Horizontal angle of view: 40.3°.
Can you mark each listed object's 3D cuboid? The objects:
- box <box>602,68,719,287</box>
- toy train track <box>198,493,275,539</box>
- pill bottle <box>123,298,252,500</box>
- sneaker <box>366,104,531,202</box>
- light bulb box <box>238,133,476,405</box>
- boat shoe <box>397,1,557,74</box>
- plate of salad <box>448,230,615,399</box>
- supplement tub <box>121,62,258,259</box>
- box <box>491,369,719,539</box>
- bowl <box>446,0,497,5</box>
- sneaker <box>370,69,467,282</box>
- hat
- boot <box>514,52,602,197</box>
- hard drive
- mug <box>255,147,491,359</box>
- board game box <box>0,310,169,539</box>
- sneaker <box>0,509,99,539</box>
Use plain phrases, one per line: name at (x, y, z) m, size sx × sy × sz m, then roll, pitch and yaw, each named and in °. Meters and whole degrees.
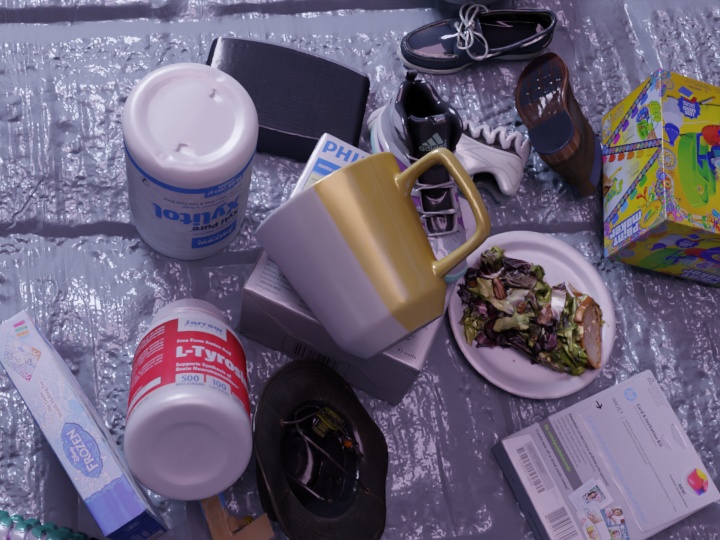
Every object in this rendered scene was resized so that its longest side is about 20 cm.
box at (0.398, -0.099, 1.142) m, size 0.198 × 0.122 × 0.195 m, roll 12°, pitch 66°, yaw -17°
toy train track at (-0.134, 0.235, 0.959) m, size 0.114 × 0.032 × 0.201 m, roll -37°, pitch 62°, yaw 22°
pill bottle at (-0.161, 0.111, 0.925) m, size 0.111 × 0.113 × 0.200 m, roll 1°, pitch 27°, yaw -10°
sneaker at (0.101, -0.140, 1.148) m, size 0.198 × 0.075 × 0.082 m, roll 16°, pitch 75°, yaw -4°
light bulb box at (0.000, 0.000, 1.038) m, size 0.197 × 0.125 × 0.201 m, roll 25°, pitch 64°, yaw 1°
boat shoe at (0.146, -0.290, 1.215) m, size 0.198 × 0.062 × 0.076 m, roll -4°, pitch 75°, yaw -6°
plate of salad at (0.196, 0.044, 1.100) m, size 0.198 × 0.048 × 0.202 m, roll 4°, pitch 68°, yaw -9°
supplement tub at (-0.175, -0.107, 1.008) m, size 0.130 × 0.200 × 0.133 m, roll 4°, pitch 67°, yaw -8°
box at (0.262, 0.216, 1.046) m, size 0.198 × 0.041 × 0.157 m, roll -22°, pitch 74°, yaw -17°
bowl at (0.133, -0.410, 1.251) m, size 0.199 × 0.091 × 0.203 m, roll 4°, pitch 67°, yaw -9°
sneaker at (0.066, -0.098, 0.946) m, size 0.077 × 0.140 × 0.202 m, roll -14°, pitch 70°, yaw -18°
hat at (-0.057, 0.192, 0.958) m, size 0.200 × 0.081 × 0.202 m, roll 34°, pitch 41°, yaw -35°
boot at (0.243, -0.178, 1.200) m, size 0.097 × 0.074 × 0.201 m, roll 47°, pitch 32°, yaw -36°
hard drive at (-0.091, -0.203, 1.149) m, size 0.198 × 0.042 × 0.136 m, roll 14°, pitch 66°, yaw -5°
mug at (0.012, -0.012, 0.887) m, size 0.149 × 0.186 × 0.154 m, roll -25°, pitch 82°, yaw -36°
board game box at (-0.250, 0.154, 0.886) m, size 0.043 × 0.200 × 0.200 m, roll -31°, pitch 76°, yaw -15°
sneaker at (-0.316, 0.276, 0.907) m, size 0.198 × 0.074 × 0.088 m, roll 16°, pitch 82°, yaw 4°
